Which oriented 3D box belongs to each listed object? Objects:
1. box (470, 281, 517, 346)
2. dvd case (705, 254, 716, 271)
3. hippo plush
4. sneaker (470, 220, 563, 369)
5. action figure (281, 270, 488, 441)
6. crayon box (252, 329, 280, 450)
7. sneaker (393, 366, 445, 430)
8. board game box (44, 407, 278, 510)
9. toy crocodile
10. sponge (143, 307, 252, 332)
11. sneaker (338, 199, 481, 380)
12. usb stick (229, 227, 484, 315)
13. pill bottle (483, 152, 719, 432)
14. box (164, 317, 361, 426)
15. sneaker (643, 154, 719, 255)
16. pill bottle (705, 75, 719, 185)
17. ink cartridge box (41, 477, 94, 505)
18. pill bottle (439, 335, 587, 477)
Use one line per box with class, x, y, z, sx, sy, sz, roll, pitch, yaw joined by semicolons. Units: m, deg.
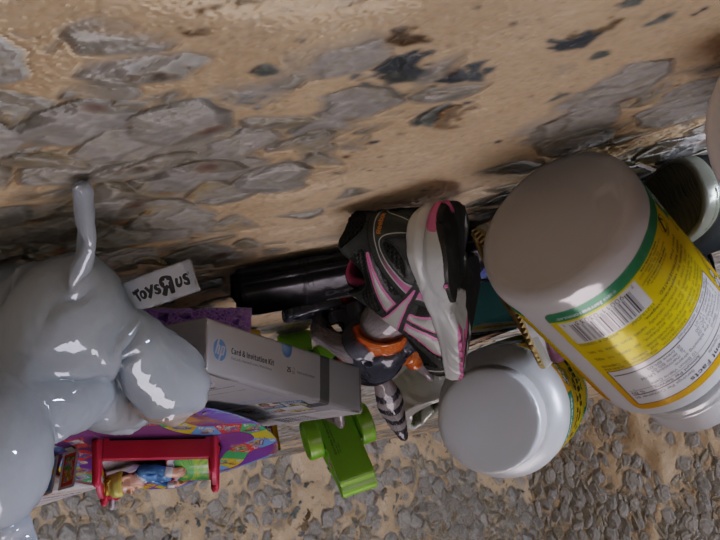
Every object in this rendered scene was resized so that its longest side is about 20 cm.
box;0.126;0.030;1.064;0.082;0.049;0.200;-3;165;-33
dvd case;0.254;0.020;1.043;0.150;0.025;0.200;-26;178;17
hippo plush;-0.175;0.083;0.633;0.159;0.161;0.199;40;143;-25
sneaker;0.150;0.008;0.847;0.090;0.075;0.200;-30;151;3
action figure;0.041;0.064;0.982;0.199;0.105;0.194;-15;152;-5
crayon box;-0.150;0.111;1.008;0.058;0.120;0.200;-16;167;22
sneaker;0.029;0.123;1.251;0.073;0.116;0.200;-6;169;-32
board game box;-0.160;0.155;0.862;0.199;0.039;0.158;-23;146;34
toy crocodile;-0.038;0.135;1.099;0.067;0.200;0.062;-20;143;-16
sponge;-0.184;0.053;0.849;0.199;0.030;0.112;1;165;-8
sneaker;0.035;0.008;0.798;0.086;0.081;0.200;7;149;15
usb stick;0.000;0.000;0.850;0.199;0.033;0.056;-10;160;-6
pill bottle;0.177;0.023;0.738;0.112;0.113;0.200;-20;134;35
box;-0.114;0.084;0.836;0.155;0.041;0.200;-12;162;29
sneaker;0.238;-0.027;0.844;0.106;0.075;0.200;-6;166;-22
pill bottle;0.260;-0.061;0.613;0.112;0.114;0.200;-17;166;25
ink cartridge box;-0.309;0.142;0.986;0.128;0.126;0.200;-1;165;-39
pill bottle;0.132;0.118;0.991;0.112;0.114;0.200;-15;175;18
